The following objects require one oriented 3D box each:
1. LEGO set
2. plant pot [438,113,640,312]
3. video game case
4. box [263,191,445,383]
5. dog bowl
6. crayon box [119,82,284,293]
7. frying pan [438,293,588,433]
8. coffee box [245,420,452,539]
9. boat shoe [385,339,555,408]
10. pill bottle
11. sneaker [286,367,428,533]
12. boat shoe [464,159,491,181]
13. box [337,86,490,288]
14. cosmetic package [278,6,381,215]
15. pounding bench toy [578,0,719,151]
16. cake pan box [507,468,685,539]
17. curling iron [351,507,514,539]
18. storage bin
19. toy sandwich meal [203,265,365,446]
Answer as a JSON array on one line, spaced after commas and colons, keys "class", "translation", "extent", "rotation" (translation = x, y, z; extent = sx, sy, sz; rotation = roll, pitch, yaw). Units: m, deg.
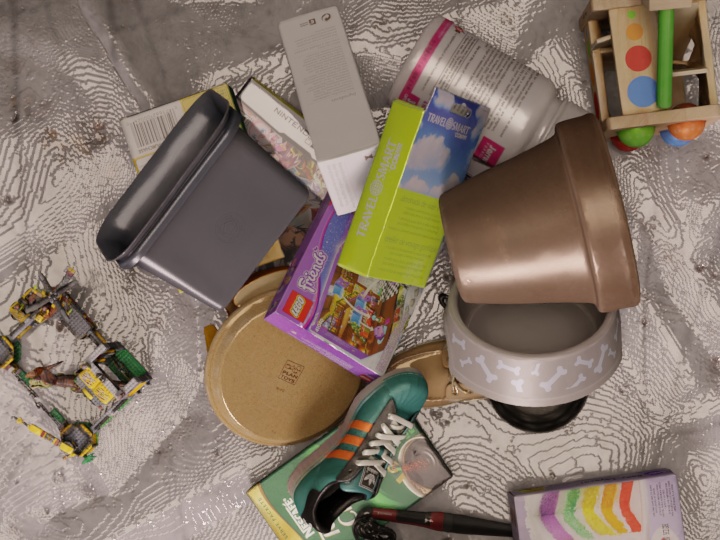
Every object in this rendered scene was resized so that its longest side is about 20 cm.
[{"class": "LEGO set", "translation": [-0.324, 0.107, 1.728], "extent": [0.154, 0.116, 0.200], "rotation": [-35, 87, 1]}, {"class": "plant pot", "translation": [0.174, -0.042, 1.603], "extent": [0.174, 0.200, 0.201], "rotation": [-13, 88, 7]}, {"class": "video game case", "translation": [-0.110, -0.082, 1.771], "extent": [0.181, 0.026, 0.200], "rotation": [38, 90, 2]}, {"class": "box", "translation": [0.000, 0.000, 1.706], "extent": [0.137, 0.039, 0.200], "rotation": [32, 65, -13]}, {"class": "dog bowl", "translation": [0.180, 0.051, 1.679], "extent": [0.199, 0.200, 0.059], "rotation": [-3, 132, 2]}, {"class": "crayon box", "translation": [-0.169, -0.088, 1.736], "extent": [0.127, 0.051, 0.200], "rotation": [-18, 88, 2]}, {"class": "frying pan", "translation": [0.159, 0.109, 1.755], "extent": [0.190, 0.031, 0.115], "rotation": [19, 88, 5]}, {"class": "coffee box", "translation": [-0.012, 0.234, 1.752], "extent": [0.200, 0.044, 0.123], "rotation": [-34, 88, 1]}, {"class": "boat shoe", "translation": [0.117, 0.104, 1.709], "extent": [0.199, 0.065, 0.071], "rotation": [-10, 86, -1]}, {"class": "pill bottle", "translation": [0.139, -0.178, 1.720], "extent": [0.200, 0.113, 0.114], "rotation": [30, 90, 3]}, {"class": "sneaker", "translation": [0.008, 0.193, 1.671], "extent": [0.071, 0.080, 0.200], "rotation": [30, 107, -38]}, {"class": "boat shoe", "translation": [0.128, -0.069, 1.724], "extent": [0.200, 0.066, 0.072], "rotation": [27, 69, 5]}, {"class": "box", "translation": [0.055, -0.087, 1.628], "extent": [0.048, 0.122, 0.200], "rotation": [23, 97, 32]}, {"class": "cosmetic package", "translation": [-0.026, -0.170, 1.690], "extent": [0.074, 0.102, 0.200], "rotation": [-17, 55, 2]}, {"class": "pounding bench toy", "translation": [0.309, -0.211, 1.672], "extent": [0.124, 0.200, 0.156], "rotation": [-7, 88, 2]}, {"class": "cake pan box", "translation": [0.261, 0.325, 1.731], "extent": [0.184, 0.052, 0.201], "rotation": [-6, 91, -1]}, {"class": "curling iron", "translation": [0.084, 0.281, 1.736], "extent": [0.199, 0.026, 0.050], "rotation": [2, 108, -18]}, {"class": "storage bin", "translation": [-0.159, -0.064, 1.653], "extent": [0.134, 0.146, 0.200], "rotation": [38, 91, -24]}, {"class": "toy sandwich meal", "translation": [-0.086, 0.093, 1.742], "extent": [0.205, 0.070, 0.206], "rotation": [-6, 111, -16]}]
